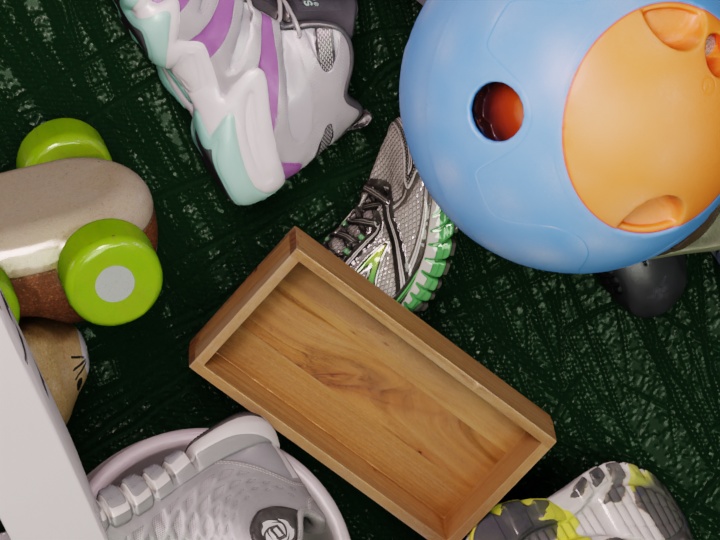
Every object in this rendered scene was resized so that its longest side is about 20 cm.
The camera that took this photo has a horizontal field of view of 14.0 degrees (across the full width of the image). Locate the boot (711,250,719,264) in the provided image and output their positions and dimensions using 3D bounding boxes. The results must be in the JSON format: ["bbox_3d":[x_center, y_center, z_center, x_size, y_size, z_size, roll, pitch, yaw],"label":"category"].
[{"bbox_3d":[0.264,-0.007,1.803,0.073,0.090,0.200,-39,113,0],"label":"boot"}]

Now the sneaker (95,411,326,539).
[{"bbox_3d":[-0.104,0.172,1.651,0.200,0.075,0.116,-33,71,-20],"label":"sneaker"}]

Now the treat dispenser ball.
[{"bbox_3d":[0.122,-0.099,1.642,0.200,0.201,0.201,-5,109,-14],"label":"treat dispenser ball"}]

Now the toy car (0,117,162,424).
[{"bbox_3d":[-0.182,0.043,1.667,0.157,0.164,0.200,-14,120,-10],"label":"toy car"}]

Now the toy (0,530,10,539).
[{"bbox_3d":[-0.150,0.199,1.770,0.200,0.047,0.115,-19,78,-15],"label":"toy"}]

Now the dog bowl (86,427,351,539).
[{"bbox_3d":[-0.093,0.184,1.728,0.200,0.059,0.201,3,71,-10],"label":"dog bowl"}]

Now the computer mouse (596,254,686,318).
[{"bbox_3d":[0.148,-0.055,1.786,0.059,0.034,0.200,-31,112,-3],"label":"computer mouse"}]

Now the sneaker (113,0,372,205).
[{"bbox_3d":[-0.059,-0.150,1.681,0.140,0.078,0.200,-32,122,-5],"label":"sneaker"}]

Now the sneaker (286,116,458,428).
[{"bbox_3d":[0.000,0.000,1.740,0.085,0.078,0.200,15,104,-19],"label":"sneaker"}]

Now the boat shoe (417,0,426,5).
[{"bbox_3d":[0.019,-0.213,1.681,0.200,0.091,0.071,16,128,-44],"label":"boat shoe"}]

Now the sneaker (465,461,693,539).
[{"bbox_3d":[0.123,0.173,1.824,0.200,0.075,0.085,-4,151,-42],"label":"sneaker"}]

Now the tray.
[{"bbox_3d":[0.007,0.071,1.721,0.200,0.037,0.099,37,108,-17],"label":"tray"}]

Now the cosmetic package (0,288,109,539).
[{"bbox_3d":[-0.188,0.070,1.535,0.051,0.083,0.200,-21,134,-3],"label":"cosmetic package"}]

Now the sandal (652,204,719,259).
[{"bbox_3d":[0.177,-0.038,1.748,0.201,0.057,0.080,-15,103,6],"label":"sandal"}]
